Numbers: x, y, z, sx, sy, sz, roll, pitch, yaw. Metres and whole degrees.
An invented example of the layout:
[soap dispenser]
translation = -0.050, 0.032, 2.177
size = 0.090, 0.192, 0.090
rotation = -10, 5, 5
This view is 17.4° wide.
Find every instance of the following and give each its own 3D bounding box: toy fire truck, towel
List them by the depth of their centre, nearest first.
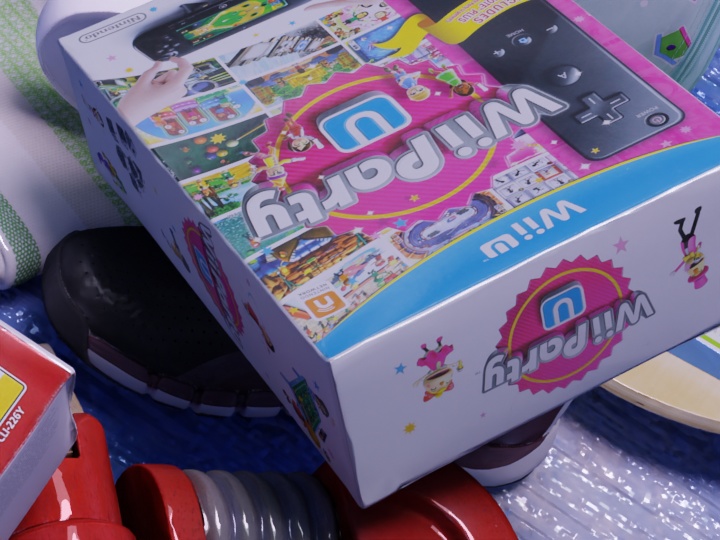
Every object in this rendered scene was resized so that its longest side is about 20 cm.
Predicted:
[toy fire truck]
translation = -0.049, 0.085, 0.715
size = 0.176, 0.129, 0.200
rotation = 2, 58, -30
[towel]
translation = -0.105, -0.069, 0.897
size = 0.200, 0.031, 0.149
rotation = -21, 64, -45

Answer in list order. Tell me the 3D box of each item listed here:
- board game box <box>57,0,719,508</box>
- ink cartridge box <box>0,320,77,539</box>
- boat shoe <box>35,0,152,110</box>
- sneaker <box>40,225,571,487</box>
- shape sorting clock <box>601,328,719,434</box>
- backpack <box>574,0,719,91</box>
[board game box]
translation = 0.013, -0.033, 0.742
size = 0.147, 0.064, 0.200
rotation = -26, 42, -16
[ink cartridge box]
translation = -0.198, 0.066, 0.586
size = 0.175, 0.084, 0.200
rotation = 33, 73, 4
[boat shoe]
translation = -0.029, -0.080, 0.875
size = 0.199, 0.070, 0.066
rotation = 13, 53, -28
[sneaker]
translation = 0.000, 0.000, 0.806
size = 0.199, 0.116, 0.076
rotation = 16, 44, -23
[shape sorting clock]
translation = 0.128, -0.001, 0.951
size = 0.199, 0.039, 0.200
rotation = 18, 37, -14
[backpack]
translation = 0.096, -0.161, 0.977
size = 0.153, 0.176, 0.200
rotation = 10, 32, -20
